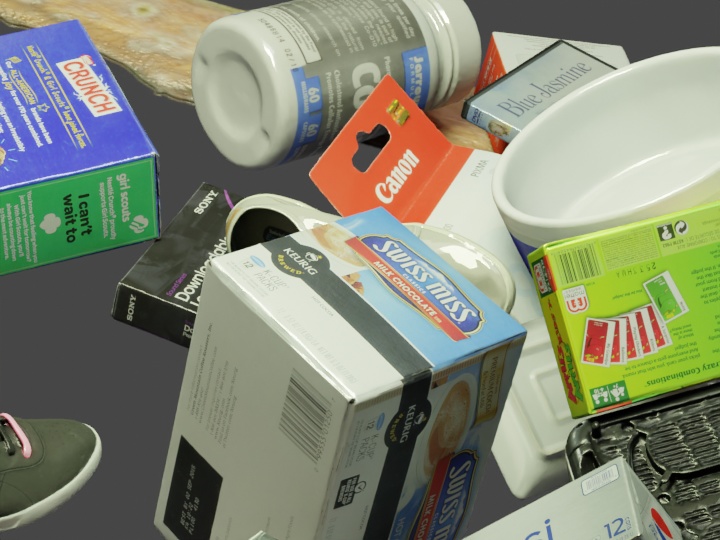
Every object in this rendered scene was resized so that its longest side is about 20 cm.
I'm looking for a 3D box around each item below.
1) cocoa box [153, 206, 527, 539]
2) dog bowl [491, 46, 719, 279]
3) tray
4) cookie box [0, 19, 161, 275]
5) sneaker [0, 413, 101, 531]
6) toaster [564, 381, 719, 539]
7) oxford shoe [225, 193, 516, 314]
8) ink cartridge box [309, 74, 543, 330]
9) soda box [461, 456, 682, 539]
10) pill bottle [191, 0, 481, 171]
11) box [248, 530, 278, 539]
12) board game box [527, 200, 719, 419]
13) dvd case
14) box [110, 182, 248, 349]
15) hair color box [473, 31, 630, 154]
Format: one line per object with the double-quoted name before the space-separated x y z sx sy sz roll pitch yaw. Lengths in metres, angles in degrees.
"cocoa box" -0.015 0.090 1.298 0.131 0.200 0.133 -18 47 -37
"dog bowl" 0.190 -0.058 1.490 0.200 0.079 0.200 -22 26 11
"tray" 0.156 0.071 1.495 0.200 0.022 0.108 -16 76 -35
"cookie box" -0.252 -0.074 1.532 0.200 0.075 0.171 -14 42 -18
"sneaker" -0.231 0.094 1.310 0.200 0.099 0.071 -11 40 -32
"toaster" 0.214 0.160 1.310 0.200 0.119 0.181 -15 42 -7
"oxford shoe" 0.000 0.000 1.475 0.200 0.075 0.058 16 13 15
"ink cartridge box" 0.073 -0.039 1.565 0.200 0.047 0.160 46 36 -8
"soda box" 0.073 0.181 1.216 0.200 0.068 0.063 -30 33 17
"pill bottle" -0.014 -0.148 1.707 0.200 0.114 0.114 -19 46 -37
"box" 0.008 0.240 1.133 0.200 0.159 0.046 28 39 19
"board game box" 0.209 0.012 1.363 0.200 0.048 0.102 -15 86 -9
"dvd case" 0.191 -0.097 1.679 0.200 0.018 0.143 30 39 21
"box" -0.045 0.019 1.531 0.200 0.036 0.143 20 35 10
"hair color box" 0.161 -0.097 1.738 0.111 0.064 0.200 5 34 -14
